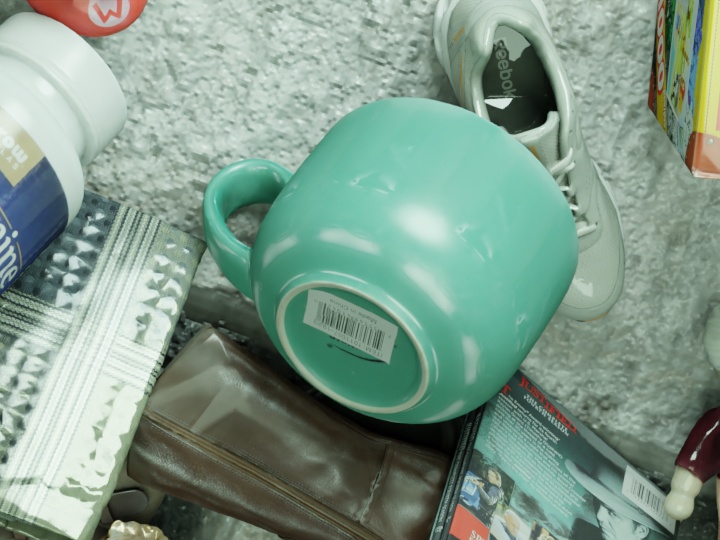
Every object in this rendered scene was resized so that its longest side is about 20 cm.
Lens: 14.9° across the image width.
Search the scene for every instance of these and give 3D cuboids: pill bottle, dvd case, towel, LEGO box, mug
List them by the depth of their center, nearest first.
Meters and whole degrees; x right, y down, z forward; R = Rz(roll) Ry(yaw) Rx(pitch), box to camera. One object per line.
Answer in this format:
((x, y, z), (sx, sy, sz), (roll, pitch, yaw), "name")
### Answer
((-0.209, -0.036, 1.368), (0.111, 0.111, 0.200), (50, 60, -15), "pill bottle")
((0.201, -0.159, 1.387), (0.077, 0.149, 0.200), (2, 107, -4), "LEGO box")
((-0.198, 0.033, 1.419), (0.193, 0.200, 0.035), (22, 150, -2), "towel")
((0.009, 0.007, 1.421), (0.185, 0.114, 0.152), (-15, 119, 42), "mug")
((0.104, 0.148, 1.456), (0.146, 0.200, 0.022), (40, 124, -14), "dvd case")

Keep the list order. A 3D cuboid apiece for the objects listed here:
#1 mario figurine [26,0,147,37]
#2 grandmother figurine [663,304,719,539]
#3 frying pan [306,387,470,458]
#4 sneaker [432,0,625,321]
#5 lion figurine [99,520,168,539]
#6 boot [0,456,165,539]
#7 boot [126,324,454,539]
((-0.147, -0.214, 1.371), (0.123, 0.106, 0.200), (-7, 103, 32), "mario figurine")
((0.218, 0.110, 1.522), (0.121, 0.061, 0.200), (-14, 107, -35), "grandmother figurine")
((0.031, 0.124, 1.527), (0.115, 0.031, 0.190), (-36, 117, 14), "frying pan")
((0.090, -0.056, 1.443), (0.076, 0.092, 0.200), (-22, 108, 3), "sneaker")
((-0.089, 0.233, 1.488), (0.072, 0.123, 0.200), (-14, 132, 38), "lion figurine")
((-0.201, 0.092, 1.488), (0.200, 0.070, 0.146), (10, 109, -6), "boot")
((-0.055, 0.141, 1.482), (0.200, 0.064, 0.186), (26, 102, -18), "boot")
